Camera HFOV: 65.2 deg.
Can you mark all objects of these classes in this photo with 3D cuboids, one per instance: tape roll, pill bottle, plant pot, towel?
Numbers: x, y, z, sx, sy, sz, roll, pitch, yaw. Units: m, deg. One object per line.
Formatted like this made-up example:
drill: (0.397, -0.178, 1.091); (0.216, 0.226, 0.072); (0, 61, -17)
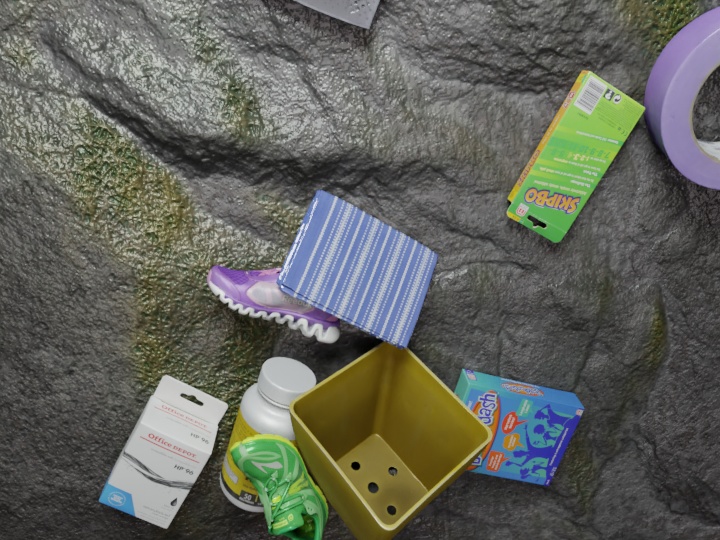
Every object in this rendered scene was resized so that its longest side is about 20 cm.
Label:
tape roll: (0.454, -0.207, 0.675); (0.194, 0.086, 0.205); (5, 119, 9)
pill bottle: (-0.130, 0.234, 0.817); (0.108, 0.112, 0.205); (15, 110, -11)
plant pot: (0.030, 0.257, 0.775); (0.197, 0.199, 0.180); (-27, 143, -33)
towel: (0.000, 0.000, 0.751); (0.196, 0.024, 0.148); (27, 75, -15)

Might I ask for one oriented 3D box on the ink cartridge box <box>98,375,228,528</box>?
ink cartridge box: (-0.292, 0.272, 0.842); (0.114, 0.068, 0.203); (27, 107, -15)

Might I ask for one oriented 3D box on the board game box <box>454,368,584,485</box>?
board game box: (0.231, 0.250, 0.889); (0.194, 0.045, 0.156); (13, 110, -9)

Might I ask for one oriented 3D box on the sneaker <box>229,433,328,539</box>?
sneaker: (-0.098, 0.293, 0.739); (0.073, 0.084, 0.202); (-28, 116, 9)

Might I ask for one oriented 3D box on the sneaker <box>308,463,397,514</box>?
sneaker: (0.019, 0.317, 0.890); (0.197, 0.075, 0.108); (29, 103, -24)

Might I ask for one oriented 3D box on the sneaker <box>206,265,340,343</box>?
sneaker: (-0.105, 0.023, 0.758); (0.195, 0.081, 0.090); (20, 103, -17)

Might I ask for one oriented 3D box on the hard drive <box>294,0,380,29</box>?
hard drive: (-0.057, -0.370, 0.619); (0.195, 0.043, 0.138); (20, 109, -12)

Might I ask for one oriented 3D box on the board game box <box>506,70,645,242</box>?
board game box: (0.278, -0.144, 0.745); (0.094, 0.030, 0.204); (24, 105, -13)
